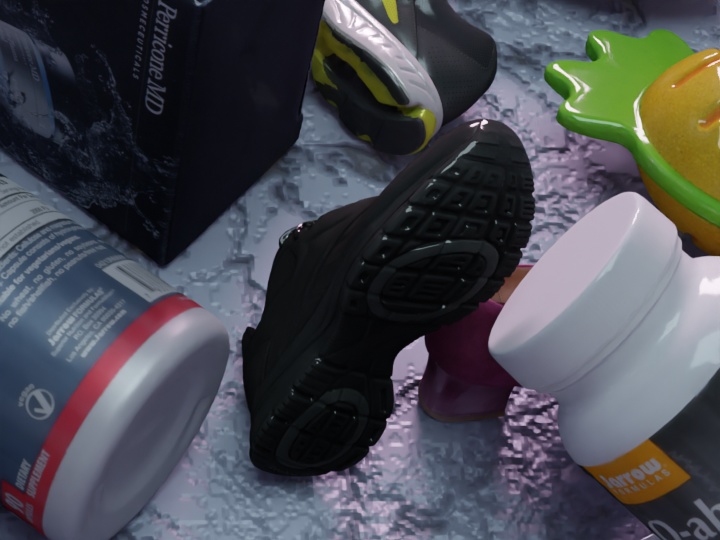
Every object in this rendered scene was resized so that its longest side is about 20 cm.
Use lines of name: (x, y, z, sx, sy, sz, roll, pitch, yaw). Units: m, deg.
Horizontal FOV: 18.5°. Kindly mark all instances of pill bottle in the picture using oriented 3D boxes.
pill bottle: (-0.169, 0.021, 0.968, 0.200, 0.120, 0.120, 32, 55, 13)
pill bottle: (0.159, 0.066, 0.962, 0.200, 0.116, 0.116, 41, 54, -10)

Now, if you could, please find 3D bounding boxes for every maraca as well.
maraca: (0.188, -0.065, 1.109, 0.200, 0.107, 0.137, 30, 38, 20)

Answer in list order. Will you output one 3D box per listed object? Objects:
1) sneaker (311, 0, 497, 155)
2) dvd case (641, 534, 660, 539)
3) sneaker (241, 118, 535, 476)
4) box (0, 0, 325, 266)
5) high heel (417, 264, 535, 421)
sneaker: (-0.009, -0.147, 1.158, 0.085, 0.074, 0.200, -28, 73, -33)
dvd case: (0.094, 0.206, 0.947, 0.200, 0.022, 0.146, -21, 61, -23)
sneaker: (0.000, 0.000, 0.978, 0.076, 0.200, 0.091, 16, 37, -36)
box: (-0.125, -0.143, 1.046, 0.200, 0.197, 0.117, 35, 56, 14)
high heel: (0.123, 0.016, 1.042, 0.200, 0.096, 0.067, -7, 56, -15)
